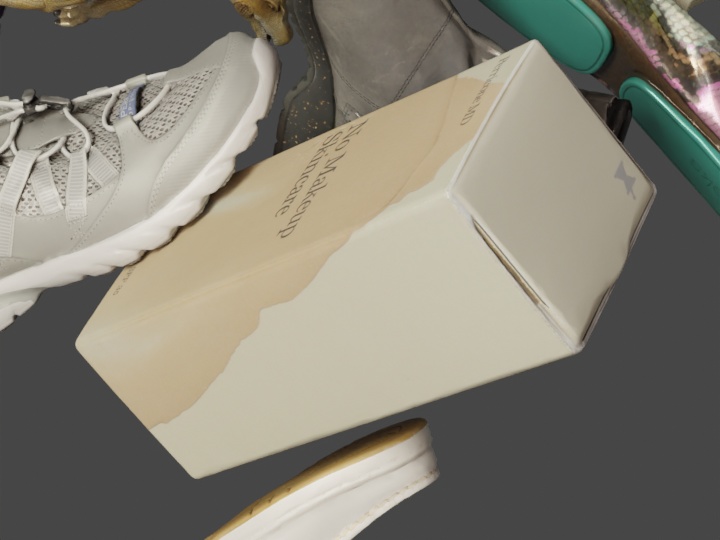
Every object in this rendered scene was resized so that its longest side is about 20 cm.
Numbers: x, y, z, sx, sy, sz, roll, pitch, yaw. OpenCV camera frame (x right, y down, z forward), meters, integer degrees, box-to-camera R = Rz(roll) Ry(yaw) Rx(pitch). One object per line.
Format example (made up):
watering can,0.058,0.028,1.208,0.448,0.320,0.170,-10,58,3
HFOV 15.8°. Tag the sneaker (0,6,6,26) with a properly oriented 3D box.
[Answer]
sneaker,-0.183,-0.102,1.039,0.074,0.088,0.200,18,96,12

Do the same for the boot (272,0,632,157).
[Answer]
boot,0.042,-0.080,0.959,0.132,0.200,0.070,22,54,13

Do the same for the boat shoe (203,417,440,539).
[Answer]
boat shoe,-0.039,0.132,1.028,0.200,0.071,0.069,-37,85,21

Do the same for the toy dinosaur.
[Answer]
toy dinosaur,-0.103,-0.121,0.976,0.101,0.200,0.058,-2,87,32

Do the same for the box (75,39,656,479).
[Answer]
box,0.000,0.000,0.946,0.200,0.095,0.078,-22,117,41

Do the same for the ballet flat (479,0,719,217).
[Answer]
ballet flat,0.111,-0.093,0.985,0.200,0.069,0.071,42,76,1

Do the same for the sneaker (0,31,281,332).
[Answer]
sneaker,-0.121,-0.039,1.005,0.200,0.075,0.082,-32,111,15
